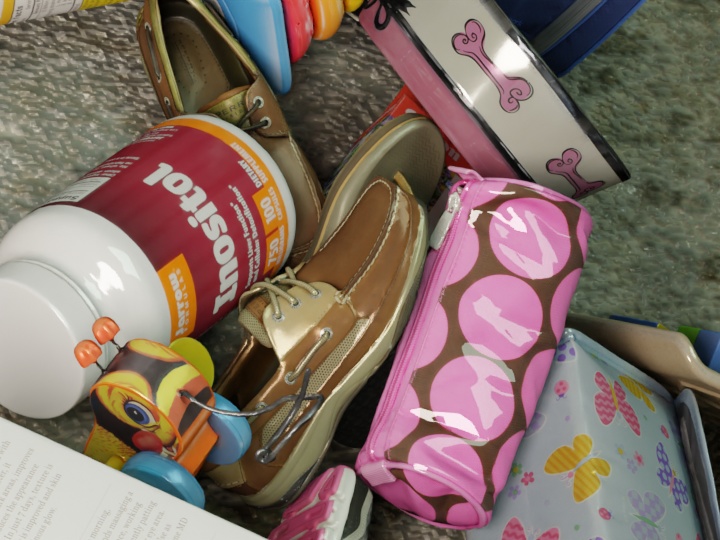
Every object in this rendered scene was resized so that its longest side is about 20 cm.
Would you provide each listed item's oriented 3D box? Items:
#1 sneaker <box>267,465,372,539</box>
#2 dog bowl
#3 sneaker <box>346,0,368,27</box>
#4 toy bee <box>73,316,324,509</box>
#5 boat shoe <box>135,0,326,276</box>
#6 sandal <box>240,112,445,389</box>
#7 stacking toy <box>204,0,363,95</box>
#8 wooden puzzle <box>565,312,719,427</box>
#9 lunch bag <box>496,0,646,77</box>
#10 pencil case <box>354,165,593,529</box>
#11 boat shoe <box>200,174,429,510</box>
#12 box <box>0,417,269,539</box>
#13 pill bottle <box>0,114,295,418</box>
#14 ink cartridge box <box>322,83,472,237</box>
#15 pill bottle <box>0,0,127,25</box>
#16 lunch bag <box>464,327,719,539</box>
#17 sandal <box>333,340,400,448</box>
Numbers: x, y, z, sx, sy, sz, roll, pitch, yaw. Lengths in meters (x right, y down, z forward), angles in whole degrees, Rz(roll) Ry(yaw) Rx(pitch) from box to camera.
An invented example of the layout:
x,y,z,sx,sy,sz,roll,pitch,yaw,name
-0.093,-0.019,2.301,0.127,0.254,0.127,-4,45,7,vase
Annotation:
x,y,z,sx,sy,sz,roll,pitch,yaw,name
-0.010,0.205,1.505,0.087,0.074,0.200,25,52,-25,sneaker
0.077,-0.114,1.685,0.200,0.074,0.200,51,4,-5,dog bowl
-0.009,-0.197,1.819,0.080,0.074,0.200,-31,76,-39,sneaker
-0.107,0.072,1.423,0.109,0.200,0.131,41,32,-6,toy bee
-0.081,-0.085,1.647,0.072,0.068,0.200,-30,71,-12,boat shoe
0.000,0.000,1.612,0.200,0.054,0.080,-57,147,-17,sandal
-0.009,-0.209,1.721,0.200,0.110,0.116,-31,57,-17,stacking toy
0.239,0.076,1.742,0.200,0.185,0.046,30,81,-23,wooden puzzle
0.150,-0.241,1.880,0.132,0.200,0.136,26,41,-27,lunch bag
0.060,0.044,1.567,0.094,0.091,0.200,31,70,-40,pencil case
-0.032,0.037,1.535,0.074,0.076,0.200,27,90,-28,boat shoe
-0.160,0.170,1.301,0.200,0.152,0.106,24,44,2,box
-0.131,0.000,1.523,0.113,0.113,0.200,49,42,0,pill bottle
0.042,-0.049,1.754,0.109,0.050,0.200,43,42,-7,ink cartridge box
-0.190,-0.203,1.593,0.200,0.113,0.113,-14,68,-20,pill bottle
0.153,0.149,1.642,0.200,0.127,0.170,34,40,-47,lunch bag
0.033,0.063,1.662,0.048,0.075,0.200,40,27,30,sandal
